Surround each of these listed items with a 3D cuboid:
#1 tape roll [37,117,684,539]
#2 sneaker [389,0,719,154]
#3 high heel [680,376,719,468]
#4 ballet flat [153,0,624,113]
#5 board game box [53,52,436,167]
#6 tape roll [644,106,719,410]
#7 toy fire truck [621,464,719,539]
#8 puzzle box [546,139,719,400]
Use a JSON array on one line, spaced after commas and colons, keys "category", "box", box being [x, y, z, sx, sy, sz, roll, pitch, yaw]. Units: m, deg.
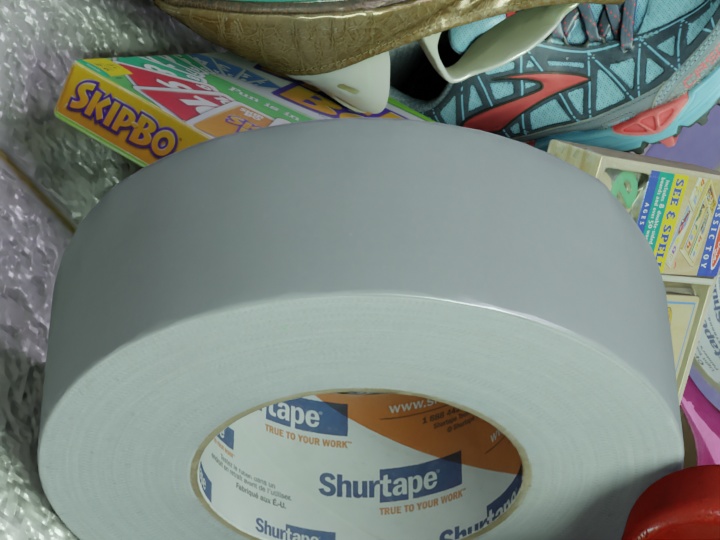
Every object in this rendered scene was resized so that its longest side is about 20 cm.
[{"category": "tape roll", "box": [0.000, 0.038, 0.688, 0.200, 0.200, 0.066, 35, 42, -40]}, {"category": "sneaker", "box": [0.079, -0.093, 0.902, 0.095, 0.200, 0.080, 41, 41, -31]}, {"category": "high heel", "box": [0.121, 0.064, 1.013, 0.096, 0.067, 0.201, 0, 67, -34]}, {"category": "ballet flat", "box": [0.021, -0.101, 0.822, 0.068, 0.199, 0.073, -131, -151, -49]}, {"category": "board game box", "box": [-0.024, -0.051, 0.816, 0.095, 0.030, 0.200, 30, 15, 17]}, {"category": "tape roll", "box": [0.228, 0.003, 1.064, 0.085, 0.200, 0.201, -6, 74, -58]}, {"category": "toy fire truck", "box": [0.096, 0.168, 0.667, 0.168, 0.200, 0.112, 51, 34, -19]}, {"category": "puzzle box", "box": [0.092, 0.051, 0.880, 0.133, 0.025, 0.201, 2, 105, -56]}]
